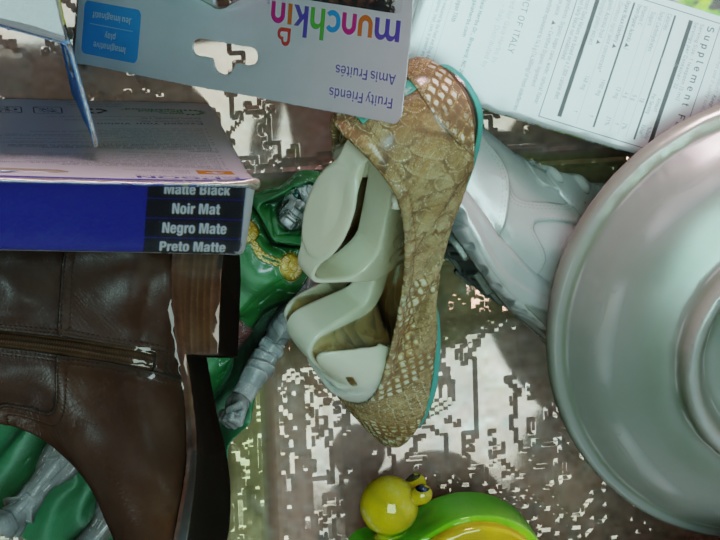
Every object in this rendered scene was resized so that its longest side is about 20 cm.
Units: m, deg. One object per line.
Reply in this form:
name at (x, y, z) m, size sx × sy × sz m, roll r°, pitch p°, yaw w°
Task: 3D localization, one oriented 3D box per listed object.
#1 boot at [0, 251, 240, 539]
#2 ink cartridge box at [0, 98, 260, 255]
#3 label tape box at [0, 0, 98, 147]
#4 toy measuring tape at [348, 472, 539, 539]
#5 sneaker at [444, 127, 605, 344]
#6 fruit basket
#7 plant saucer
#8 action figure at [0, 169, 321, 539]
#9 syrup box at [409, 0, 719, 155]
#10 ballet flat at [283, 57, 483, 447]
boot at (-0.153, 0.066, 1.156) m, size 0.200 × 0.064 × 0.187 m, roll 3°, pitch 77°, yaw 10°
ink cartridge box at (-0.145, -0.033, 1.108) m, size 0.199 × 0.200 × 0.041 m, roll 1°, pitch 101°, yaw -8°
label tape box at (-0.154, -0.149, 1.111) m, size 0.063 × 0.144 × 0.200 m, roll -11°, pitch 103°, yaw -6°
toy measuring tape at (0.067, 0.158, 1.252) m, size 0.074 × 0.074 × 0.200 m, roll -37°, pitch 113°, yaw 0°
sneaker at (0.097, -0.013, 1.221) m, size 0.099 × 0.078 × 0.200 m, roll -46°, pitch 113°, yaw -5°
fruit basket at (-0.049, -0.168, 1.116) m, size 0.094 × 0.185 × 0.200 m, roll 1°, pitch 100°, yaw -49°
plant saucer at (0.177, 0.027, 1.174) m, size 0.200 × 0.050 × 0.201 m, roll -3°, pitch 111°, yaw -9°
action figure at (-0.077, 0.039, 1.211) m, size 0.118 × 0.055 × 0.200 m, roll 36°, pitch 90°, yaw -11°
syrup box at (0.110, -0.092, 1.197) m, size 0.200 × 0.079 × 0.082 m, roll 15°, pitch 98°, yaw -11°
ballet flat at (0.000, 0.000, 1.169) m, size 0.065 × 0.071 × 0.200 m, roll -20°, pitch 137°, yaw -29°
